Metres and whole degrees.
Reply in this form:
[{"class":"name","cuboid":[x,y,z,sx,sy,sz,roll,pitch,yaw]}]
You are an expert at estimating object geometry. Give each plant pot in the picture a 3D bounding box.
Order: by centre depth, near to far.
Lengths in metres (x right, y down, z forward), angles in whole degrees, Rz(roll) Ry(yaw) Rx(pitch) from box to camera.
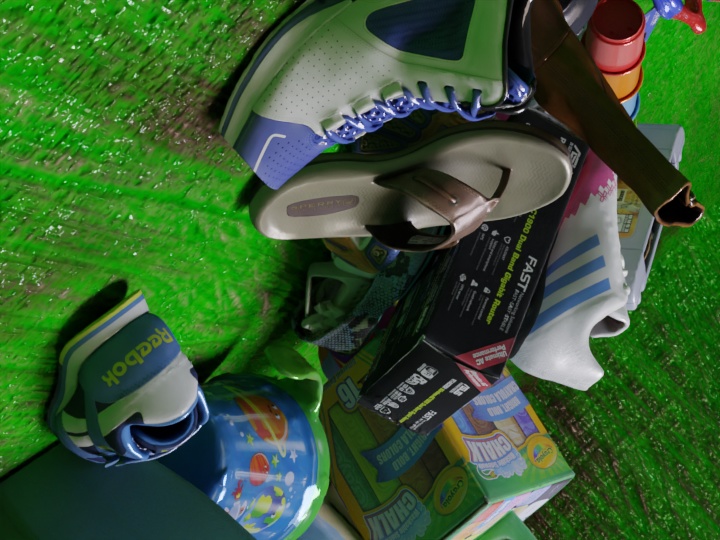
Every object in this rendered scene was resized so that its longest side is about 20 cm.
[{"class":"plant pot","cuboid":[-0.155,0.213,1.267,0.141,0.200,0.142,-33,164,-42]}]

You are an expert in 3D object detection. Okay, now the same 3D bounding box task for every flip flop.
[{"class":"flip flop","cuboid":[0.032,-0.040,1.173,0.198,0.058,0.081,-7,140,-8]}]

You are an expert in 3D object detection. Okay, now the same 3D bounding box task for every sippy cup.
[{"class":"sippy cup","cuboid":[-0.108,0.137,1.378,0.130,0.138,0.180,15,82,-65]}]

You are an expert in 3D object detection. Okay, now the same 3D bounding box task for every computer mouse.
[{"class":"computer mouse","cuboid":[0.111,-0.126,1.310,0.201,0.034,0.059,-61,180,7]}]

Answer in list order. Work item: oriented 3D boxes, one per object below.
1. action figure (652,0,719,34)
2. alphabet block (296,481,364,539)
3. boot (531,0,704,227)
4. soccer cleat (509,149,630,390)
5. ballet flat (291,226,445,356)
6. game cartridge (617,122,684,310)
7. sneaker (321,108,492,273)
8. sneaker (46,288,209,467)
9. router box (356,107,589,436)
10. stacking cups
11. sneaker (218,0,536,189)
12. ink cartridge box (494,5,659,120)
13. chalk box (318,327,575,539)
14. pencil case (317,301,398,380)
[{"class":"action figure","cuboid":[0.186,-0.204,1.273,0.065,0.052,0.199,-13,165,37]},{"class":"alphabet block","cuboid":[-0.092,0.225,1.556,0.196,0.196,0.200,-45,168,12]},{"class":"boot","cuboid":[0.140,-0.109,1.171,0.069,0.200,0.188,-45,169,5]},{"class":"soccer cleat","cuboid":[0.161,-0.002,1.398,0.070,0.086,0.201,-51,-166,58]},{"class":"ballet flat","cuboid":[0.000,0.000,1.405,0.074,0.074,0.200,-35,165,-39]},{"class":"game cartridge","cuboid":[0.170,-0.047,1.511,0.201,0.132,0.042,-67,156,-43]},{"class":"sneaker","cuboid":[0.035,-0.086,1.258,0.088,0.075,0.200,-54,-179,-40]},{"class":"sneaker","cuboid":[-0.139,0.086,1.177,0.074,0.082,0.200,-42,170,-19]},{"class":"router box","cuboid":[0.079,0.003,1.365,0.201,0.062,0.150,-66,-172,-24]},{"class":"stacking cups","cuboid":[0.179,-0.138,1.424,0.060,0.060,0.200,-41,159,-16]},{"class":"sneaker","cuboid":[0.026,-0.105,1.001,0.200,0.115,0.080,-47,167,11]},{"class":"ink cartridge box","cuboid":[0.148,-0.140,1.499,0.200,0.042,0.120,-38,165,-21]},{"class":"chalk box","cuboid":[0.066,0.152,1.478,0.123,0.201,0.124,-6,148,-51]},{"class":"pencil case","cuboid":[0.025,0.020,1.533,0.088,0.088,0.201,-36,163,-36]}]
